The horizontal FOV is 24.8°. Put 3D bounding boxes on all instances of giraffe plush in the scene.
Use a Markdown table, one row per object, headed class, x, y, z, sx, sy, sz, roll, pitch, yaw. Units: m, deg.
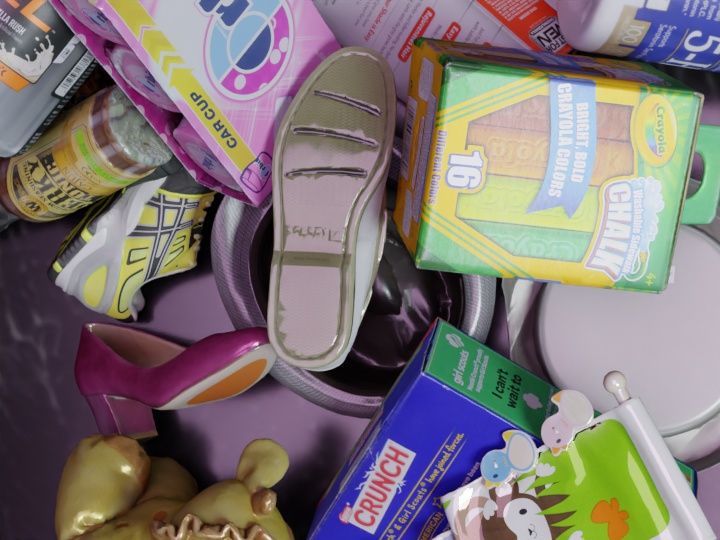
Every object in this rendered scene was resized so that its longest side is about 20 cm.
| class | x | y | z | sx | sy | sz | roll | pitch | yaw |
| --- | --- | --- | --- | --- | --- | --- | --- | --- | --- |
| giraffe plush | -0.110 | 0.181 | 1.052 | 0.161 | 0.200 | 0.174 | -13 | 83 | 23 |

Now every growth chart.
| class | x | y | z | sx | sy | sz | roll | pitch | yaw |
| --- | --- | --- | --- | --- | --- | --- | --- | --- | --- |
| growth chart | 0.111 | 0.166 | 0.961 | 0.200 | 0.018 | 0.145 | -42 | 72 | 16 |

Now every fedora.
| class | x | y | z | sx | sy | sz | roll | pitch | yaw |
| --- | --- | --- | --- | --- | --- | --- | --- | --- | --- |
| fedora | 0.000 | 0.000 | 1.109 | 0.177 | 0.090 | 0.200 | -43 | 90 | 7 |

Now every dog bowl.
| class | x | y | z | sx | sy | sz | roll | pitch | yaw |
| --- | --- | --- | --- | --- | --- | --- | --- | --- | --- |
| dog bowl | 0.190 | 0.037 | 1.093 | 0.198 | 0.059 | 0.202 | 0 | 87 | 9 |

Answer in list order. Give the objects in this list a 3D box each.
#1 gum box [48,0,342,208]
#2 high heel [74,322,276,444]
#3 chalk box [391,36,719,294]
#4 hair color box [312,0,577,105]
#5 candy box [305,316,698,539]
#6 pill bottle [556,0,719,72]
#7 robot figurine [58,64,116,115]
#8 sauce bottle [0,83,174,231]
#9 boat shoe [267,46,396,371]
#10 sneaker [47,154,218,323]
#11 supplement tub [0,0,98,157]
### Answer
| class | x | y | z | sx | sy | sz | roll | pitch | yaw |
| --- | --- | --- | --- | --- | --- | --- | --- | --- | --- |
| gum box | -0.095 | -0.148 | 0.995 | 0.066 | 0.200 | 0.114 | 23 | 69 | 41 |
| high heel | -0.128 | 0.050 | 1.103 | 0.200 | 0.067 | 0.097 | -33 | 70 | 49 |
| chalk box | 0.129 | -0.064 | 0.991 | 0.198 | 0.124 | 0.126 | 5 | 104 | -7 |
| hair color box | 0.042 | -0.177 | 1.104 | 0.200 | 0.061 | 0.102 | 43 | 131 | 9 |
| candy box | 0.087 | 0.156 | 1.048 | 0.199 | 0.077 | 0.170 | 30 | 117 | -5 |
| pill bottle | 0.236 | -0.186 | 1.046 | 0.198 | 0.120 | 0.121 | 7 | 89 | -11 |
| robot figurine | -0.251 | -0.162 | 1.150 | 0.198 | 0.058 | 0.146 | 18 | 129 | 17 |
| sauce bottle | -0.206 | -0.070 | 1.121 | 0.199 | 0.064 | 0.065 | -23 | 83 | 43 |
| boat shoe | -0.019 | -0.038 | 1.028 | 0.074 | 0.068 | 0.202 | 12 | 86 | 9 |
| sneaker | -0.131 | -0.047 | 1.142 | 0.076 | 0.076 | 0.200 | 41 | 113 | -16 |
| supplement tub | -0.203 | -0.182 | 1.029 | 0.122 | 0.122 | 0.200 | 41 | 97 | 9 |
